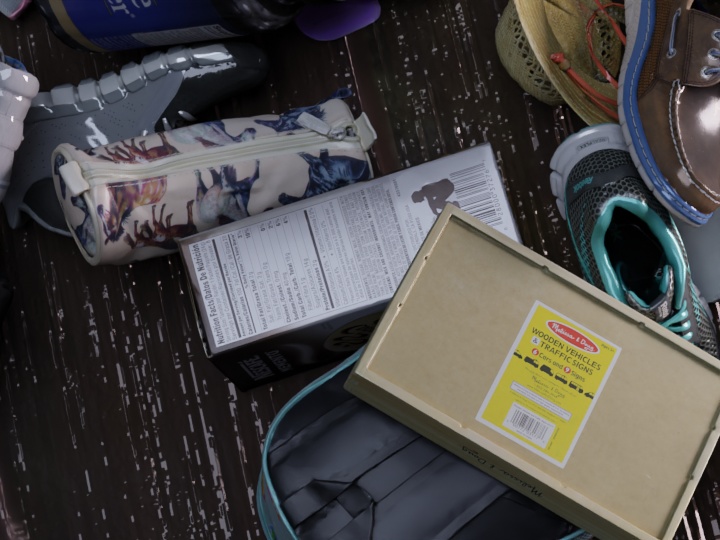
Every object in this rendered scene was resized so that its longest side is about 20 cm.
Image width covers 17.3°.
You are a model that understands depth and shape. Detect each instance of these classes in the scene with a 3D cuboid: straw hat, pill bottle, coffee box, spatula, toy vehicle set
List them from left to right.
[{"bbox_3d":[-0.098,-0.197,1.455,0.200,0.112,0.112,-4,75,32],"label":"pill bottle"},{"bbox_3d":[-0.057,-0.238,1.559,0.057,0.021,0.200,-27,71,-14],"label":"spatula"},{"bbox_3d":[0.000,0.000,1.448,0.200,0.113,0.080,-18,75,4],"label":"coffee box"},{"bbox_3d":[0.105,0.063,1.327,0.200,0.027,0.124,31,62,0],"label":"toy vehicle set"},{"bbox_3d":[0.130,-0.152,1.476,0.085,0.201,0.201,-28,69,45],"label":"straw hat"}]

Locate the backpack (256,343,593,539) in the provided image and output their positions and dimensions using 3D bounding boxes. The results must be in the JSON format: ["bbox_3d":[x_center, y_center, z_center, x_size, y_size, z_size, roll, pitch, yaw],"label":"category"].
[{"bbox_3d":[0.039,0.124,1.384,0.200,0.153,0.176,-32,79,-23],"label":"backpack"}]

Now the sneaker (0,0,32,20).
[{"bbox_3d":[-0.218,-0.212,1.563,0.200,0.070,0.082,-19,94,5],"label":"sneaker"}]

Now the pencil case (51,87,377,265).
[{"bbox_3d":[-0.091,-0.057,1.452,0.200,0.089,0.078,-12,60,-19],"label":"pencil case"}]

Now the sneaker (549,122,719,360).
[{"bbox_3d":[0.166,0.016,1.394,0.078,0.091,0.200,-24,114,6],"label":"sneaker"}]

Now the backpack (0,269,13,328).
[{"bbox_3d":[-0.317,0.001,1.477,0.200,0.154,0.163,32,123,5],"label":"backpack"}]

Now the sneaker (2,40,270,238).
[{"bbox_3d":[-0.142,-0.071,1.513,0.200,0.075,0.116,-15,80,15],"label":"sneaker"}]

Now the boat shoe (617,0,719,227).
[{"bbox_3d":[0.197,-0.118,1.384,0.072,0.072,0.200,-31,44,34],"label":"boat shoe"}]

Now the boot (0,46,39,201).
[{"bbox_3d":[-0.253,-0.108,1.482,0.200,0.074,0.096,32,98,55],"label":"boot"}]

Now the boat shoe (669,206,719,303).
[{"bbox_3d":[0.249,-0.073,1.449,0.071,0.064,0.200,28,105,38],"label":"boat shoe"}]
